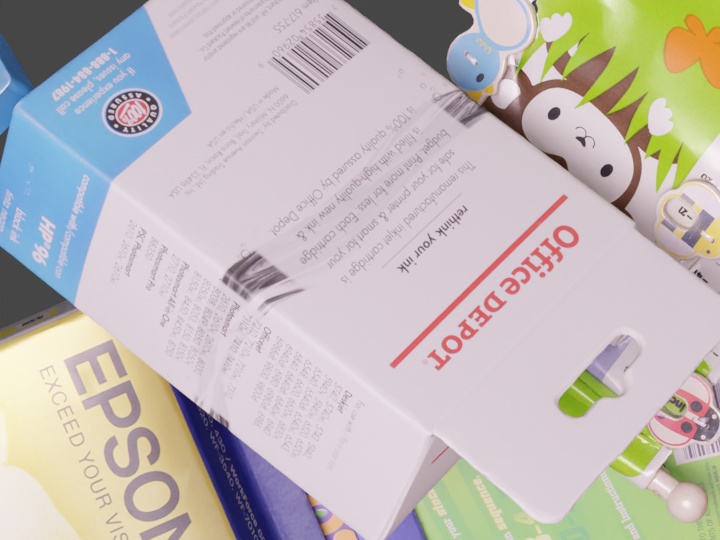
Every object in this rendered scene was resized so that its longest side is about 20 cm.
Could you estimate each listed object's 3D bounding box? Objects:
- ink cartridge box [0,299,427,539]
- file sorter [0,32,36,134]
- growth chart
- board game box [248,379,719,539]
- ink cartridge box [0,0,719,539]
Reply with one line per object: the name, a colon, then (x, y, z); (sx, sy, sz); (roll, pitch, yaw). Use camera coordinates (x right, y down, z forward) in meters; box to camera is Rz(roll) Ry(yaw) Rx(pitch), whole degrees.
ink cartridge box: (-0.077, 0.109, 0.880); (0.200, 0.047, 0.198); (-23, 99, -1)
file sorter: (-0.229, -0.049, 0.831); (0.200, 0.139, 0.123); (-44, 140, 12)
growth chart: (0.084, -0.035, 0.867); (0.145, 0.018, 0.200); (30, 116, 15)
board game box: (0.052, 0.092, 0.924); (0.200, 0.030, 0.096); (-14, 98, -3)
ink cartridge box: (0.000, 0.000, 0.834); (0.200, 0.116, 0.068); (38, 142, 12)
